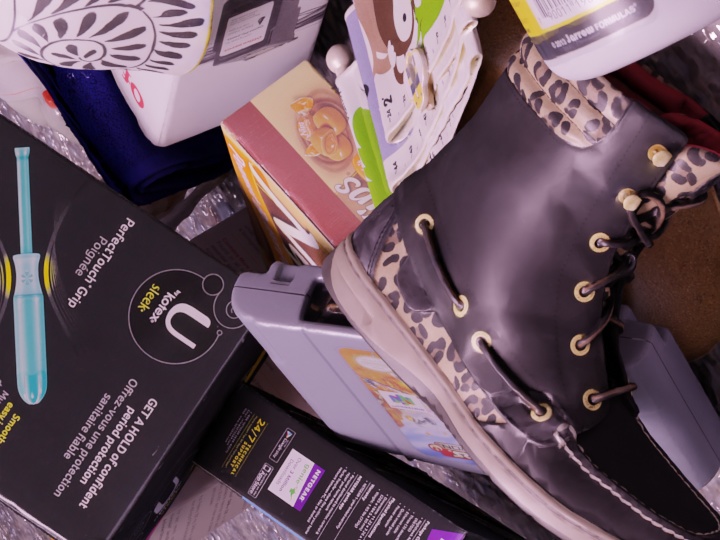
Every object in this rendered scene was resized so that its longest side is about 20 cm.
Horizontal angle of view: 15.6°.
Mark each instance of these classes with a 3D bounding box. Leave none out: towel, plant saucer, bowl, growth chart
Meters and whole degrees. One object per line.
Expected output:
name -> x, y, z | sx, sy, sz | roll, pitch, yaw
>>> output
towel -> -0.136, -0.126, 1.326 | 0.049, 0.148, 0.201 | -37, 84, 23
plant saucer -> 0.079, -0.038, 1.125 | 0.200, 0.035, 0.201 | 45, 154, 28
bowl -> -0.146, -0.163, 1.105 | 0.201, 0.094, 0.202 | 51, 153, 38
growth chart -> 0.019, -0.107, 1.100 | 0.200, 0.018, 0.145 | 106, 151, -53

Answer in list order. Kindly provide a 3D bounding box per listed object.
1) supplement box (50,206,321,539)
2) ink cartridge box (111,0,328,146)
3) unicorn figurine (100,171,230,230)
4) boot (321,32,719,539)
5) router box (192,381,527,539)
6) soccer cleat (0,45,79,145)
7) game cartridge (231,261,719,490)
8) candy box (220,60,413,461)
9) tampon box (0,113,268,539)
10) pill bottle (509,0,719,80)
supplement box -> -0.091, 0.065, 1.389 | 0.126, 0.199, 0.074 | 50, 153, 19
ink cartridge box -> -0.078, -0.169, 1.184 | 0.146, 0.083, 0.200 | 62, 160, 17
unicorn figurine -> -0.148, -0.015, 1.383 | 0.074, 0.137, 0.200 | 53, -158, 22
boot -> 0.093, 0.009, 1.017 | 0.200, 0.073, 0.151 | 45, 112, 22
router box -> 0.028, 0.131, 1.286 | 0.149, 0.051, 0.200 | 31, 180, 34
soccer cleat -> -0.164, -0.108, 1.500 | 0.200, 0.069, 0.078 | 31, 164, 46
game cartridge -> 0.054, 0.050, 1.152 | 0.199, 0.042, 0.133 | 7, 149, 29
candy box -> 0.000, 0.000, 1.262 | 0.115, 0.055, 0.200 | 47, 166, 24
tampon box -> -0.159, 0.028, 1.256 | 0.199, 0.150, 0.126 | 34, 173, 6
pill bottle -> 0.067, -0.173, 0.872 | 0.201, 0.112, 0.112 | 61, 157, -8
